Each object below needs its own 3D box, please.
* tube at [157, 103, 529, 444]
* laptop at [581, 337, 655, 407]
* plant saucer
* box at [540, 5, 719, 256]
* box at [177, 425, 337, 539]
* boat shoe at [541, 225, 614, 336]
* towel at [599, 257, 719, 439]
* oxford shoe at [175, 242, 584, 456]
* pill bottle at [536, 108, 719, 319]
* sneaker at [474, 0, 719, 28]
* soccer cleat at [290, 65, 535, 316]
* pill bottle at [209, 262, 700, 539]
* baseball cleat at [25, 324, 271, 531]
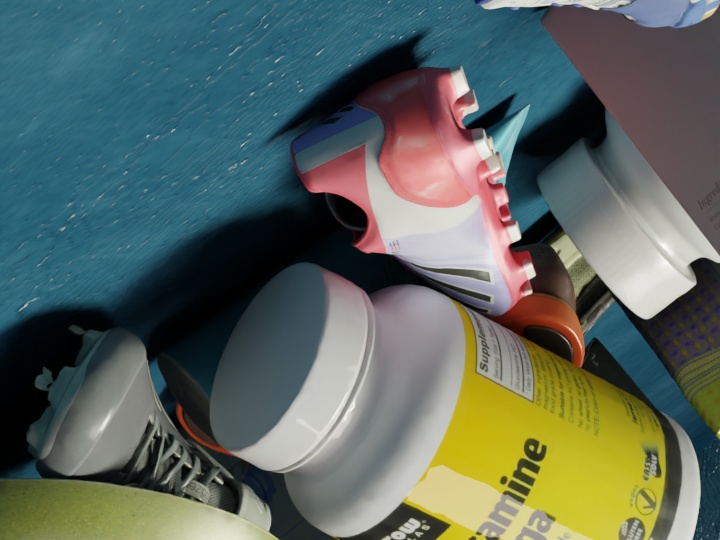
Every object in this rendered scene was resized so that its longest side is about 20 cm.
[{"bbox_3d":[0.000,0.000,1.078,0.200,0.050,0.078,-38,169,-19],"label":"tube"},{"bbox_3d":[0.048,0.122,1.201,0.198,0.104,0.177,-12,160,15],"label":"laptop"},{"bbox_3d":[-0.124,0.139,1.006,0.198,0.031,0.200,2,152,1],"label":"plant saucer"},{"bbox_3d":[0.191,-0.069,0.978,0.124,0.201,0.098,-23,162,-44],"label":"box"},{"bbox_3d":[-0.040,0.115,1.236,0.200,0.102,0.112,-40,165,15],"label":"box"},{"bbox_3d":[0.173,-0.033,1.327,0.200,0.066,0.072,-38,-176,22],"label":"boat shoe"},{"bbox_3d":[0.192,-0.018,1.213,0.143,0.201,0.023,-35,137,7],"label":"towel"},{"bbox_3d":[0.008,0.038,1.132,0.198,0.073,0.071,-13,132,11],"label":"oxford shoe"},{"bbox_3d":[0.189,-0.073,1.158,0.200,0.110,0.109,-39,167,13],"label":"pill bottle"},{"bbox_3d":[0.066,-0.122,0.798,0.088,0.076,0.200,-26,162,9],"label":"sneaker"},{"bbox_3d":[0.025,-0.026,0.993,0.076,0.067,0.200,-17,160,4],"label":"soccer cleat"},{"bbox_3d":[0.040,0.076,1.020,0.199,0.113,0.112,27,127,-26],"label":"pill bottle"},{"bbox_3d":[-0.083,0.079,0.996,0.070,0.106,0.200,-60,177,-11],"label":"baseball cleat"}]
